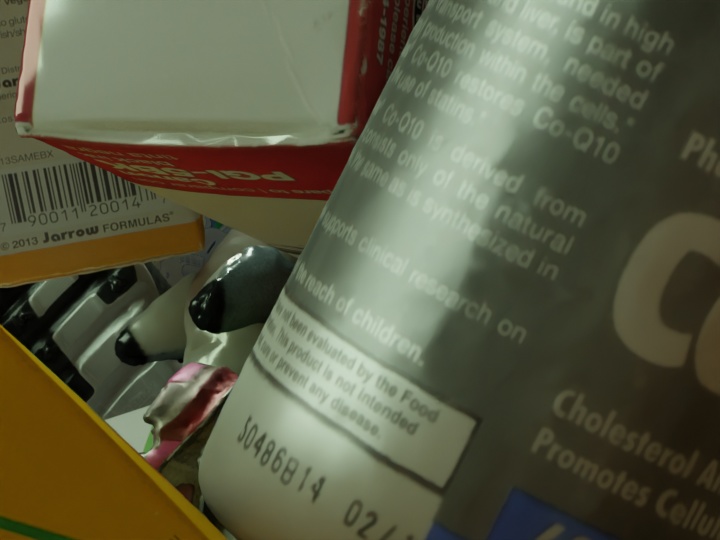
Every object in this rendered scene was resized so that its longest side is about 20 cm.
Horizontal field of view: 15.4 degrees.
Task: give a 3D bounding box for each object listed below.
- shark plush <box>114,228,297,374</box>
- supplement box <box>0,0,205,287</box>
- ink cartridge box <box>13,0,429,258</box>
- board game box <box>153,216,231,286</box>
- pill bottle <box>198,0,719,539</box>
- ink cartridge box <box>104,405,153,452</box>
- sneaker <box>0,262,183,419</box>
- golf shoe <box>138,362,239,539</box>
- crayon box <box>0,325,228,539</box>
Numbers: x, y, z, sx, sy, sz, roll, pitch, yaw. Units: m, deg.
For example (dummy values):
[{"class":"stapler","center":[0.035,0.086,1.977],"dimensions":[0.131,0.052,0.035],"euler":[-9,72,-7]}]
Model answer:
[{"class":"shark plush","center":[0.000,0.000,0.901],"dimensions":[0.200,0.083,0.091],"euler":[-50,11,-35]},{"class":"supplement box","center":[-0.104,-0.113,0.848],"dimensions":[0.126,0.073,0.200],"euler":[-105,6,-65]},{"class":"ink cartridge box","center":[0.011,-0.076,0.626],"dimensions":[0.200,0.083,0.147],"euler":[27,-112,-63]},{"class":"board game box","center":[-0.056,0.005,1.054],"dimensions":[0.200,0.134,0.034],"euler":[-56,11,43]},{"class":"pill bottle","center":[0.062,-0.023,0.495],"dimensions":[0.200,0.114,0.114],"euler":[-63,8,6]},{"class":"ink cartridge box","center":[-0.103,0.124,0.802],"dimensions":[0.200,0.084,0.146],"euler":[-18,27,19]},{"class":"sneaker","center":[-0.080,0.039,0.962],"dimensions":[0.066,0.200,0.091],"euler":[-43,-7,-3]},{"class":"golf shoe","center":[-0.017,0.125,0.655],"dimensions":[0.073,0.092,0.200],"euler":[-47,-34,-61]},{"class":"crayon box","center":[-0.032,0.086,0.509],"dimensions":[0.058,0.173,0.200],"euler":[-43,6,-8]}]
